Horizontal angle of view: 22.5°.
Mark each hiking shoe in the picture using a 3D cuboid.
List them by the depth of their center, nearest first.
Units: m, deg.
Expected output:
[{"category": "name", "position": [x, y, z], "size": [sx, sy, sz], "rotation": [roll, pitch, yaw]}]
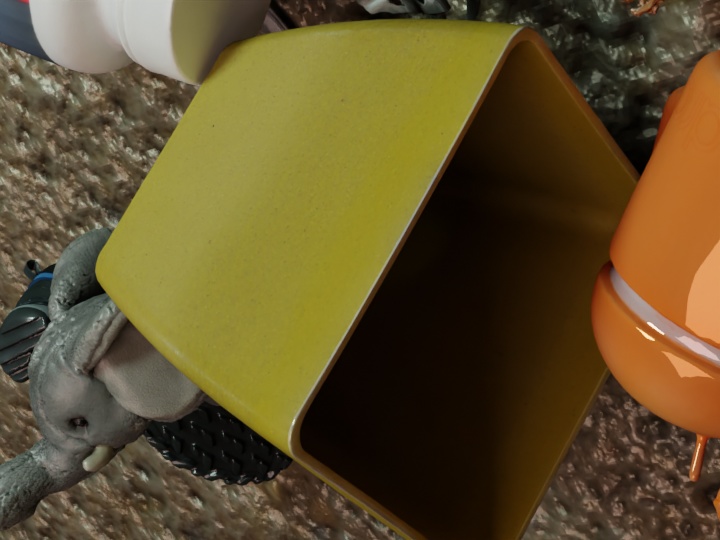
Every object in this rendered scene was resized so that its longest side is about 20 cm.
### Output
[{"category": "hiking shoe", "position": [-0.122, 0.057, 1.119], "size": [0.200, 0.087, 0.074], "rotation": [31, 124, -14]}]

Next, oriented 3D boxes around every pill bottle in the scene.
[{"category": "pill bottle", "position": [-0.148, -0.164, 0.886], "size": [0.199, 0.120, 0.120], "rotation": [22, 132, 23]}]

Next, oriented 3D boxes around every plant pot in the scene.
[{"category": "plant pot", "position": [0.000, 0.000, 0.843], "size": [0.176, 0.201, 0.200], "rotation": [21, 167, 37]}]

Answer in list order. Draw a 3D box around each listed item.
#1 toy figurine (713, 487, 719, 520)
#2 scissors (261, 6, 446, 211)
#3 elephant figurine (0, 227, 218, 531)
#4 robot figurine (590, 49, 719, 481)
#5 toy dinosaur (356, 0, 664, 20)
[{"category": "toy figurine", "position": [0.213, 0.106, 0.792], "size": [0.199, 0.184, 0.151], "rotation": [1, 121, 40]}, {"category": "scissors", "position": [-0.015, -0.098, 0.955], "size": [0.073, 0.014, 0.201], "rotation": [-12, 111, 46]}, {"category": "elephant figurine", "position": [-0.120, 0.044, 0.992], "size": [0.142, 0.199, 0.156], "rotation": [136, 124, -62]}, {"category": "robot figurine", "position": [0.169, -0.014, 0.767], "size": [0.144, 0.116, 0.201], "rotation": [32, 114, 22]}, {"category": "toy dinosaur", "position": [0.043, -0.179, 0.791], "size": [0.200, 0.102, 0.136], "rotation": [53, 125, 26]}]
